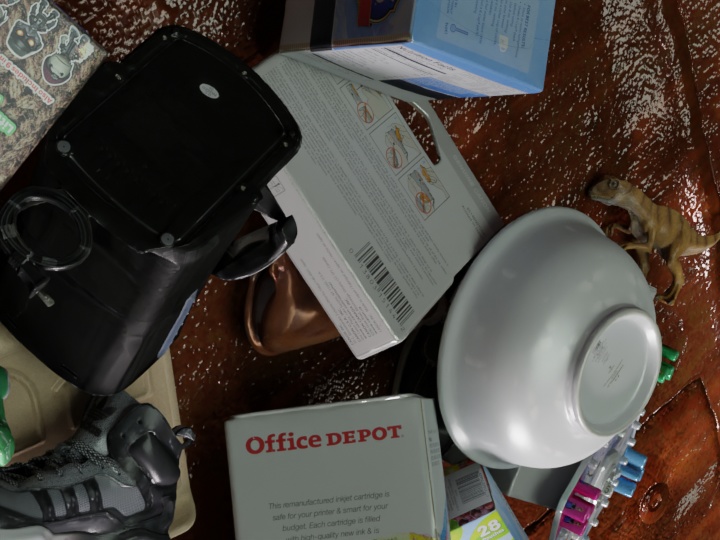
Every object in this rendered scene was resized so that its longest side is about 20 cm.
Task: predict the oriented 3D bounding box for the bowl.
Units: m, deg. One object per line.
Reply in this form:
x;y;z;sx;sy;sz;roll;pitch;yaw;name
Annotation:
0.155;0.061;1.136;0.200;0.090;0.203;-18;117;-39;bowl

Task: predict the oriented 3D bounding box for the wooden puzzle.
-0.206;0.109;1.030;0.184;0.046;0.202;-23;115;-33;wooden puzzle

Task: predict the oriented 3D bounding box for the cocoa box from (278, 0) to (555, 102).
0.047;-0.225;1.027;0.133;0.131;0.202;13;84;-42;cocoa box

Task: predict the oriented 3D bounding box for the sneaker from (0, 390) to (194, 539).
-0.187;0.122;0.973;0.199;0.075;0.115;21;88;-46;sneaker

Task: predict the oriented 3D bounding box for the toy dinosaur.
0.273;-0.025;1.373;0.199;0.060;0.107;20;91;-43;toy dinosaur

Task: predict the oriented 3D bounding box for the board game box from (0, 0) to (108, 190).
-0.251;-0.071;0.829;0.097;0.159;0.201;42;78;-25;board game box

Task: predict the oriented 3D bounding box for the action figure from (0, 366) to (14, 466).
-0.246;0.061;0.869;0.118;0.199;0.055;-44;130;-18;action figure

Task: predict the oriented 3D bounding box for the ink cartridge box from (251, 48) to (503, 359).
-0.001;-0.068;1.077;0.201;0.045;0.176;57;40;-9;ink cartridge box

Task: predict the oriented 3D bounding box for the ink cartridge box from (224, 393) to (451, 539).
-0.009;0.195;1.105;0.083;0.144;0.202;23;60;-78;ink cartridge box

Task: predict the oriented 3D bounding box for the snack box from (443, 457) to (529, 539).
0.040;0.253;1.216;0.199;0.068;0.169;-26;128;6;snack box

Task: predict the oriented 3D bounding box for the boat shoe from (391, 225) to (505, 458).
0.081;0.060;1.227;0.071;0.068;0.202;24;91;-19;boat shoe

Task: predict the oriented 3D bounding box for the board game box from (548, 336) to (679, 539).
0.208;0.185;1.333;0.200;0.026;0.201;-52;158;-35;board game box

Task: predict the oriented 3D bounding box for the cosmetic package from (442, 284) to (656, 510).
0.146;0.082;1.275;0.090;0.106;0.202;18;96;-43;cosmetic package

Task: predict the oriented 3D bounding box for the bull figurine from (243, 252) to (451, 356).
0.000;0.000;1.148;0.199;0.065;0.123;-16;112;-38;bull figurine

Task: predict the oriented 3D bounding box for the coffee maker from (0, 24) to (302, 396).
-0.151;-0.021;0.909;0.191;0.135;0.200;-21;162;-32;coffee maker
